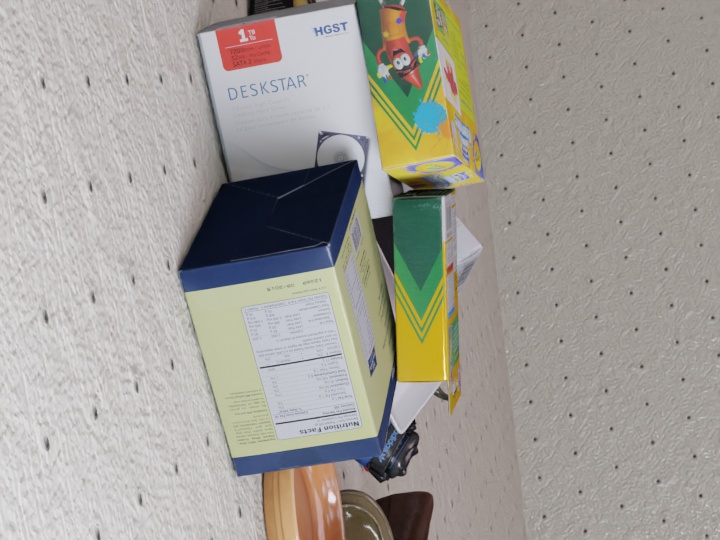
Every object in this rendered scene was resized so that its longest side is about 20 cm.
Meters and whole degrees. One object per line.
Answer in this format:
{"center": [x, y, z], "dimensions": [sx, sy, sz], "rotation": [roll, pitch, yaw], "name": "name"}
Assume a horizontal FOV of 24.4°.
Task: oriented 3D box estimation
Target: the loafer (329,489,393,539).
{"center": [0.002, 0.323, 1.690], "dimensions": [0.067, 0.075, 0.203], "rotation": [-74, 153, -79], "name": "loafer"}

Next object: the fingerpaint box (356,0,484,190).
{"center": [0.057, -0.169, 1.564], "dimensions": [0.200, 0.072, 0.169], "rotation": [12, 68, -78], "name": "fingerpaint box"}

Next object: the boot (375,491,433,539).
{"center": [0.071, 0.299, 1.812], "dimensions": [0.065, 0.185, 0.201], "rotation": [59, 22, -23], "name": "boot"}

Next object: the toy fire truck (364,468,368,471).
{"center": [0.010, 0.119, 1.965], "dimensions": [0.141, 0.048, 0.202], "rotation": [65, 19, -57], "name": "toy fire truck"}

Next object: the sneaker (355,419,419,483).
{"center": [0.004, 0.156, 1.702], "dimensions": [0.077, 0.110, 0.200], "rotation": [-57, 156, -15], "name": "sneaker"}

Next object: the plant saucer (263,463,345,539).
{"center": [-0.054, 0.235, 1.574], "dimensions": [0.200, 0.037, 0.203], "rotation": [-9, 90, -80], "name": "plant saucer"}

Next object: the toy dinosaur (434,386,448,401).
{"center": [0.022, 0.084, 1.844], "dimensions": [0.103, 0.199, 0.077], "rotation": [-63, 164, 14], "name": "toy dinosaur"}

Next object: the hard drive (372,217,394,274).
{"center": [0.000, 0.000, 1.694], "dimensions": [0.200, 0.042, 0.136], "rotation": [-43, 112, -53], "name": "hard drive"}

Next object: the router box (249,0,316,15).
{"center": [-0.070, -0.230, 1.824], "dimensions": [0.200, 0.052, 0.159], "rotation": [63, 21, -59], "name": "router box"}

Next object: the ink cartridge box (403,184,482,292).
{"center": [0.038, -0.048, 1.828], "dimensions": [0.201, 0.057, 0.163], "rotation": [55, -28, 18], "name": "ink cartridge box"}

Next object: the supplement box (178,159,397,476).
{"center": [-0.054, 0.039, 1.469], "dimensions": [0.200, 0.133, 0.202], "rotation": [-74, 152, -65], "name": "supplement box"}

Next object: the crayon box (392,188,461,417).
{"center": [0.063, 0.028, 1.561], "dimensions": [0.126, 0.051, 0.203], "rotation": [-34, 122, -80], "name": "crayon box"}

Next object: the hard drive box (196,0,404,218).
{"center": [-0.054, -0.144, 1.567], "dimensions": [0.077, 0.154, 0.202], "rotation": [-63, 141, -72], "name": "hard drive box"}

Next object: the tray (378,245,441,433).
{"center": [0.013, 0.051, 1.634], "dimensions": [0.107, 0.022, 0.202], "rotation": [-46, 114, -49], "name": "tray"}
